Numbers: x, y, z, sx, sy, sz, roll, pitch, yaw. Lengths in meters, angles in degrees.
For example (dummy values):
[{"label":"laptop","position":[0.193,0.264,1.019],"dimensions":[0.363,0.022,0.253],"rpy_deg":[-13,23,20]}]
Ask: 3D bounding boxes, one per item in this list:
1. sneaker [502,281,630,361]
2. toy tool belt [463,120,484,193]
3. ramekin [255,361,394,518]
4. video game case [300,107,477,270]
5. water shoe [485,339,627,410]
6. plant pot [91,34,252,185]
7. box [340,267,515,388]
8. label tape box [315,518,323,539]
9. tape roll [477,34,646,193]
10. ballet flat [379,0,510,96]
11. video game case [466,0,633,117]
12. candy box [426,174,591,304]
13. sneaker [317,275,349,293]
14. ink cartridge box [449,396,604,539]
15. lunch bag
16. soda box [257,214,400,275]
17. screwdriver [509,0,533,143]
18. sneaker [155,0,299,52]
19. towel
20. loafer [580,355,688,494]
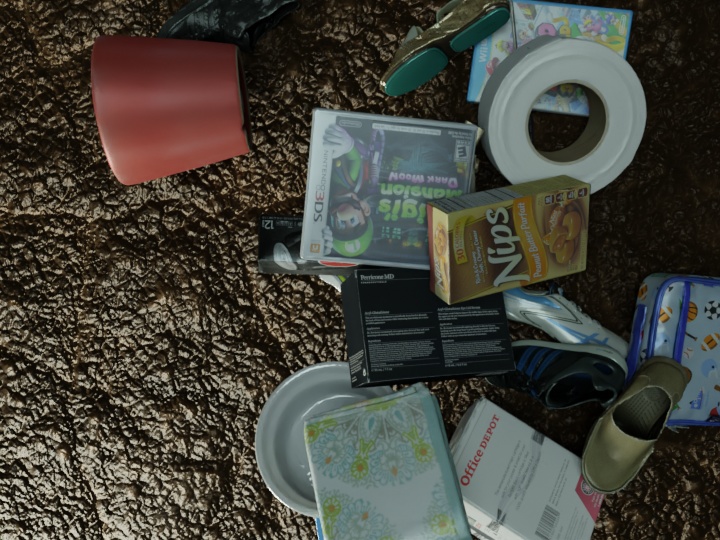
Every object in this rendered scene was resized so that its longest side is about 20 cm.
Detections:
[{"label":"sneaker","position":[0.273,0.063,1.006],"dimensions":[0.200,0.072,0.073],"rpy_deg":[26,102,5]},{"label":"toy tool belt","position":[0.058,-0.143,0.992],"dimensions":[0.199,0.125,0.123],"rpy_deg":[8,114,13]},{"label":"ramekin","position":[-0.031,0.231,1.010],"dimensions":[0.200,0.098,0.201],"rpy_deg":[-5,64,10]},{"label":"video game case","position":[0.034,-0.095,0.921],"dimensions":[0.199,0.023,0.182],"rpy_deg":[5,102,-7]},{"label":"water shoe","position":[0.236,0.136,0.972],"dimensions":[0.200,0.079,0.072],"rpy_deg":[-11,118,40]},{"label":"plant pot","position":[-0.241,-0.219,1.010],"dimensions":[0.177,0.200,0.201],"rpy_deg":[-6,92,-2]},{"label":"box","position":[0.085,0.071,0.973],"dimensions":[0.199,0.079,0.142],"rpy_deg":[-2,77,-18]},{"label":"label tape box","position":[0.030,0.360,1.058],"dimensions":[0.199,0.063,0.145],"rpy_deg":[-9,91,8]},{"label":"tape roll","position":[0.253,-0.194,0.965],"dimensions":[0.202,0.071,0.203],"rpy_deg":[-1,110,-2]},{"label":"ballet flat","position":[0.105,-0.311,1.015],"dimensions":[0.200,0.070,0.065],"rpy_deg":[-30,65,15]},{"label":"video game case","position":[0.252,-0.286,1.018],"dimensions":[0.199,0.018,0.144],"rpy_deg":[9,95,7]},{"label":"candy box","position":[0.181,-0.040,0.921],"dimensions":[0.199,0.055,0.116],"rpy_deg":[-13,114,-20]},{"label":"sneaker","position":[0.000,0.000,1.042],"dimensions":[0.200,0.074,0.081],"rpy_deg":[34,93,3]},{"label":"ink cartridge box","position":[0.201,0.284,0.988],"dimensions":[0.200,0.085,0.146],"rpy_deg":[33,55,4]},{"label":"lunch bag","position":[0.417,0.105,0.967],"dimensions":[0.160,0.076,0.201],"rpy_deg":[6,94,-11]},{"label":"soda box","position":[-0.032,-0.031,0.982],"dimensions":[0.199,0.071,0.064],"rpy_deg":[1,76,-6]},{"label":"screwdriver","position":[0.204,-0.249,0.995],"dimensions":[0.029,0.028,0.201],"rpy_deg":[-19,110,-12]},{"label":"sneaker","position":[-0.189,-0.338,1.054],"dimensions":[0.200,0.060,0.104],"rpy_deg":[-43,82,4]},{"label":"towel","position":[0.029,0.248,0.911],"dimensions":[0.171,0.048,0.201],"rpy_deg":[-17,63,6]},{"label":"loafer","position":[0.322,0.193,0.919],"dimensions":[0.076,0.067,0.200],"rpy_deg":[30,113,24]}]
